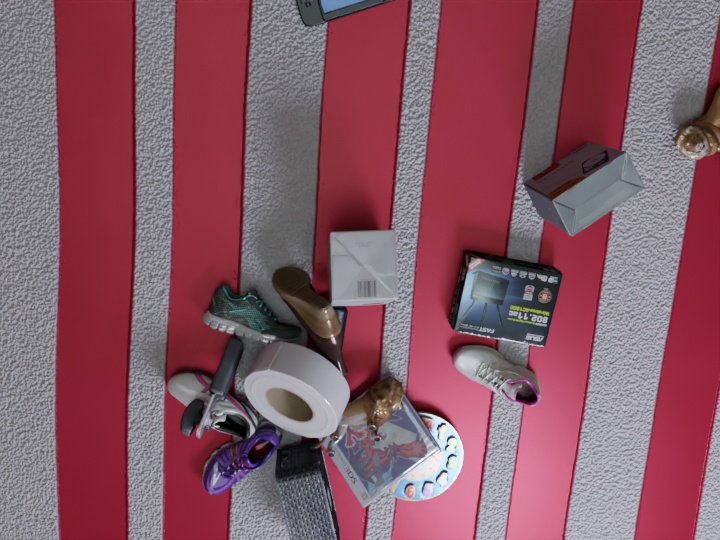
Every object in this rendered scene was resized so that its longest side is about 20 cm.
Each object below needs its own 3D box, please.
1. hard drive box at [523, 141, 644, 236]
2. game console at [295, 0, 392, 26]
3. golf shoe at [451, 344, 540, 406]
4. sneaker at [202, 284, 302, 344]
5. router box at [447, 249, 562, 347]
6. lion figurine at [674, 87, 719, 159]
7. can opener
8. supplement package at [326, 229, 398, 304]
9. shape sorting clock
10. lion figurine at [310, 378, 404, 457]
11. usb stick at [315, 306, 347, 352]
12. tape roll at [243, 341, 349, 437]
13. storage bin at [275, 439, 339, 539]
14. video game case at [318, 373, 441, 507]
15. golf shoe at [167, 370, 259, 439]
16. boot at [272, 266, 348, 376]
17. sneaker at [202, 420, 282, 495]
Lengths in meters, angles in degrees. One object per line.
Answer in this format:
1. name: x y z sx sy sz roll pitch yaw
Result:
1. hard drive box: 0.402 -0.153 1.499 0.154 0.200 0.078 -33 103 4
2. game console: -0.031 -0.538 1.421 0.195 0.119 0.175 -17 104 1
3. golf shoe: 0.276 0.210 1.633 0.196 0.092 0.077 22 103 -7
4. sneaker: -0.203 0.084 1.579 0.195 0.078 0.094 15 95 -5
5. router box: 0.283 0.055 1.611 0.194 0.062 0.154 10 104 -6
6. lion figurine: 0.684 -0.292 1.554 0.121 0.072 0.203 29 86 -3
7. can opener: -0.286 0.221 1.567 0.065 0.054 0.204 17 63 2
8. supplement package: 0.000 0.000 1.496 0.118 0.200 0.123 -2 86 -3
9. shape sorting clock: 0.116 0.386 1.689 0.194 0.039 0.206 -1 103 -3
10. lion figurine: -0.007 0.282 1.609 0.195 0.124 0.073 -16 130 18
11. usb stick: -0.064 0.163 1.628 0.054 0.033 0.205 8 103 -2
12. tape roll: -0.122 0.229 1.561 0.198 0.072 0.205 18 141 15
13. storage bin: -0.104 0.461 1.642 0.091 0.135 0.205 -13 104 -1
14. video game case: 0.033 0.341 1.649 0.198 0.023 0.184 -37 81 5
15. golf shoe: -0.289 0.263 1.606 0.196 0.092 0.074 27 105 -8
16. boot: -0.098 0.099 1.561 0.071 0.199 0.169 -28 129 -22
17. sneaker: -0.241 0.379 1.641 0.199 0.084 0.081 -42 102 7
